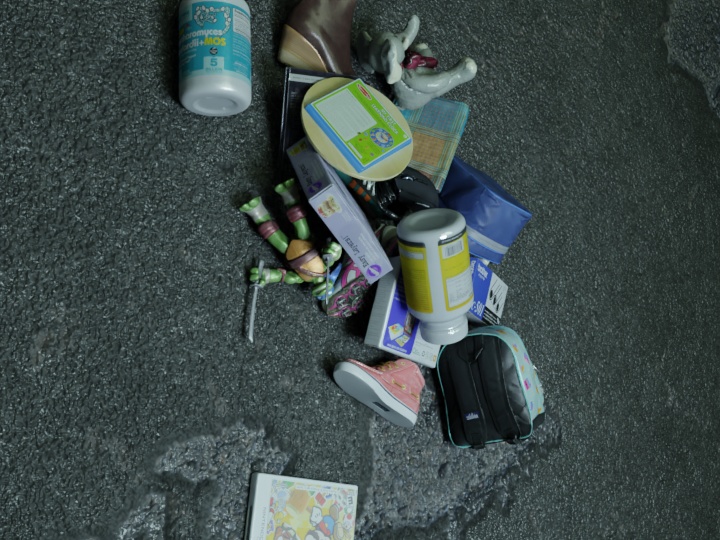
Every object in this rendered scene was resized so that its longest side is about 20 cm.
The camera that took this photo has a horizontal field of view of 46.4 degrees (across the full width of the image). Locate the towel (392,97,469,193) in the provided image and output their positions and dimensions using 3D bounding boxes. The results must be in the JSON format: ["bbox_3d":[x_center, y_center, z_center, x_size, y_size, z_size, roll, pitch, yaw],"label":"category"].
[{"bbox_3d":[0.109,-0.246,1.546,0.145,0.022,0.202,17,63,8],"label":"towel"}]

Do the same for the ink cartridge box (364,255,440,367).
[{"bbox_3d":[0.094,0.051,1.446,0.197,0.043,0.203,26,78,-53],"label":"ink cartridge box"}]

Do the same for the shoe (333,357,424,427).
[{"bbox_3d":[0.035,0.181,1.420,0.200,0.071,0.092,41,56,-34],"label":"shoe"}]

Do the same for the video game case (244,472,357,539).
[{"bbox_3d":[-0.091,0.415,1.288,0.198,0.023,0.185,18,70,-38],"label":"video game case"}]

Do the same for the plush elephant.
[{"bbox_3d":[0.076,-0.378,1.504,0.199,0.165,0.156,-39,132,-8],"label":"plush elephant"}]

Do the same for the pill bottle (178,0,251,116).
[{"bbox_3d":[-0.222,-0.347,1.277,0.110,0.110,0.204,6,76,-40],"label":"pill bottle"}]

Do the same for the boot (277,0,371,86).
[{"bbox_3d":[-0.033,-0.398,1.436,0.198,0.072,0.168,22,99,-28],"label":"boot"}]

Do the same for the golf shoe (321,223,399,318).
[{"bbox_3d":[0.000,0.000,1.432,0.200,0.092,0.073,-43,143,-21],"label":"golf shoe"}]

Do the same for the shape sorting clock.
[{"bbox_3d":[-0.005,-0.228,1.354,0.197,0.039,0.203,11,59,-19],"label":"shape sorting clock"}]

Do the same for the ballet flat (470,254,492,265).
[{"bbox_3d":[0.195,-0.013,1.599,0.199,0.073,0.074,-20,94,-44],"label":"ballet flat"}]

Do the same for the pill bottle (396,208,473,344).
[{"bbox_3d":[0.123,0.012,1.348,0.111,0.111,0.203,-31,122,-40],"label":"pill bottle"}]

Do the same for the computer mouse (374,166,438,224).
[{"bbox_3d":[0.088,-0.123,1.407,0.199,0.046,0.142,35,38,-44],"label":"computer mouse"}]

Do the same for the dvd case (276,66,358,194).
[{"bbox_3d":[-0.072,-0.228,1.400,0.147,0.016,0.203,-4,105,-41],"label":"dvd case"}]

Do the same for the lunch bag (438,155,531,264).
[{"bbox_3d":[0.201,-0.109,1.553,0.135,0.200,0.133,23,109,-34],"label":"lunch bag"}]

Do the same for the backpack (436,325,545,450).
[{"bbox_3d":[0.234,0.200,1.520,0.153,0.174,0.203,-27,100,-58],"label":"backpack"}]

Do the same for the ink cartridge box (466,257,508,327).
[{"bbox_3d":[0.219,0.046,1.559,0.200,0.044,0.095,32,71,-60],"label":"ink cartridge box"}]

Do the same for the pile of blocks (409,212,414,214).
[{"bbox_3d":[0.083,-0.018,1.512,0.082,0.062,0.202,39,65,-43],"label":"pile of blocks"}]

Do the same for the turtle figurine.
[{"bbox_3d":[-0.108,-0.029,1.289,0.199,0.143,0.196,-34,98,-43],"label":"turtle figurine"}]

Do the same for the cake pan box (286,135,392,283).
[{"bbox_3d":[-0.032,-0.097,1.336,0.201,0.052,0.185,52,9,-37],"label":"cake pan box"}]

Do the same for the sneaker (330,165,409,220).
[{"bbox_3d":[0.017,-0.156,1.436,0.200,0.079,0.072,44,70,-41],"label":"sneaker"}]
